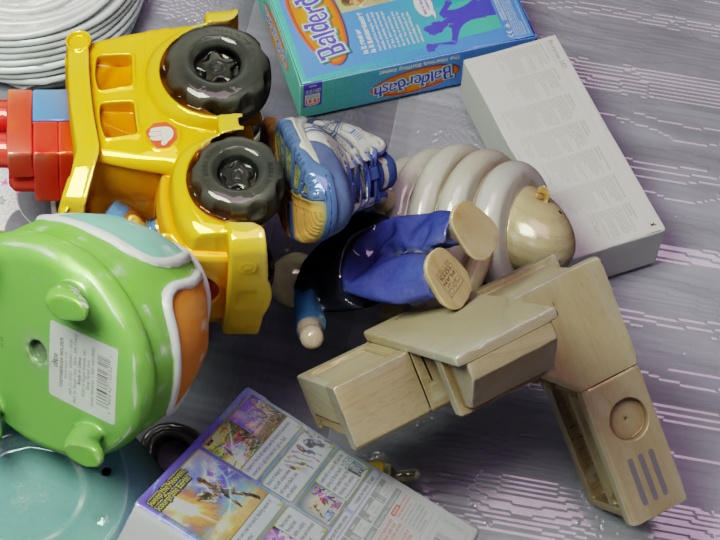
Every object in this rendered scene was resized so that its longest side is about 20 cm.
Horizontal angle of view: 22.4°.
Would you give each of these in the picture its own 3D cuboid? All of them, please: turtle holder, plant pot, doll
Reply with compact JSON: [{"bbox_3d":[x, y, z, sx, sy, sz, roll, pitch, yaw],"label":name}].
[{"bbox_3d":[-0.173,0.033,1.084,0.185,0.142,0.132,-11,14,39],"label":"turtle holder"},{"bbox_3d":[-0.202,0.173,1.144,0.199,0.161,0.202,1,55,-2],"label":"plant pot"},{"bbox_3d":[0.000,0.000,1.234,0.048,0.199,0.137,44,62,-27],"label":"doll"}]

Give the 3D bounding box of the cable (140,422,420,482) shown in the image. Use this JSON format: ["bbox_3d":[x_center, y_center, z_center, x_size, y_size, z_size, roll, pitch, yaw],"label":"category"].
[{"bbox_3d":[-0.061,0.164,1.243,0.199,0.050,0.098,9,72,18],"label":"cable"}]

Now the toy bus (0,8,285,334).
[{"bbox_3d":[-0.150,-0.061,1.189,0.191,0.136,0.201,-3,57,-12],"label":"toy bus"}]

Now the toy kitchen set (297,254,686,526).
[{"bbox_3d":[0.100,0.108,1.157,0.199,0.163,0.181,-25,100,-16],"label":"toy kitchen set"}]

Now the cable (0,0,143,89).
[{"bbox_3d":[-0.273,-0.239,1.472,0.199,0.069,0.201,14,57,7],"label":"cable"}]

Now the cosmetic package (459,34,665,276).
[{"bbox_3d":[0.152,-0.085,1.400,0.082,0.051,0.201,-17,59,-11],"label":"cosmetic package"}]

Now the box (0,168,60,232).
[{"bbox_3d":[-0.240,-0.004,1.288,0.199,0.115,0.133,-10,57,-10],"label":"box"}]

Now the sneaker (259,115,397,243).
[{"bbox_3d":[-0.015,-0.069,1.210,0.088,0.076,0.200,-1,16,-9],"label":"sneaker"}]

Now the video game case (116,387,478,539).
[{"bbox_3d":[-0.034,0.166,1.107,0.181,0.046,0.200,32,22,5],"label":"video game case"}]

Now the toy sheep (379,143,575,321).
[{"bbox_3d":[0.065,-0.027,1.314,0.199,0.138,0.138,8,53,31],"label":"toy sheep"}]

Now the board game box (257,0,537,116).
[{"bbox_3d":[0.024,-0.213,1.484,0.199,0.045,0.153,-12,58,-11],"label":"board game box"}]

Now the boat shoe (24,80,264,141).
[{"bbox_3d":[-0.173,-0.122,1.400,0.198,0.066,0.075,1,56,-2],"label":"boat shoe"}]
